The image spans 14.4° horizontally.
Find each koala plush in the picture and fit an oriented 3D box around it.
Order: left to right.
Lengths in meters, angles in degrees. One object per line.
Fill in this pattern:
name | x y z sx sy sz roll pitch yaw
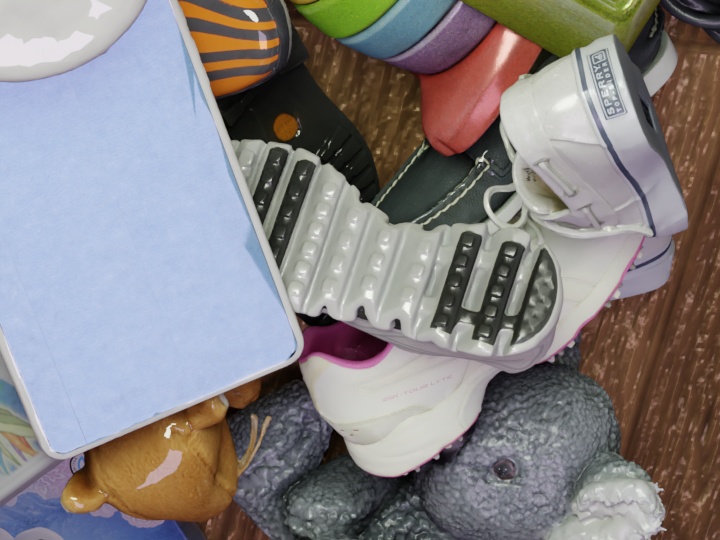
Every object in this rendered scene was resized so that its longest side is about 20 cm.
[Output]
koala plush | 0.060 0.120 1.516 0.200 0.178 0.184 -39 137 17

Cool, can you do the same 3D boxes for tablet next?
tablet | -0.114 -0.027 1.256 0.129 0.014 0.201 -22 109 -7

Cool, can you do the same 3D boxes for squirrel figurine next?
squirrel figurine | -0.128 0.032 1.381 0.141 0.187 0.200 -29 128 10

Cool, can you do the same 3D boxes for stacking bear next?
stacking bear | -0.010 -0.163 1.315 0.199 0.122 0.114 30 113 -24

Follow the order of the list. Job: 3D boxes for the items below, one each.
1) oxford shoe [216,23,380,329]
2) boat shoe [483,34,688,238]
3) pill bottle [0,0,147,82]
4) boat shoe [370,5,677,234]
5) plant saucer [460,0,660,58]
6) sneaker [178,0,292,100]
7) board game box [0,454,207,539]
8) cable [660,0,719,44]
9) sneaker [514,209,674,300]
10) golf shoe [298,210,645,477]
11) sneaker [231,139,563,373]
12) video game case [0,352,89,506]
oxford shoe | -0.047 -0.061 1.400 0.072 0.084 0.201 -33 119 -21
boat shoe | 0.096 -0.048 1.300 0.086 0.075 0.202 -18 168 10
pill bottle | -0.153 -0.178 1.206 0.116 0.200 0.117 -6 128 -8
boat shoe | 0.068 -0.076 1.394 0.200 0.075 0.061 -43 126 -20
plant saucer | 0.091 -0.202 1.239 0.199 0.048 0.200 27 103 -24
sneaker | -0.136 -0.097 1.278 0.199 0.112 0.078 4 114 21
board game box | -0.184 0.179 1.572 0.198 0.043 0.200 -25 128 5
cable | 0.238 -0.165 1.405 0.199 0.051 0.163 25 118 -29
sneaker | 0.066 -0.015 1.475 0.199 0.073 0.071 -14 120 -14
golf shoe | 0.056 0.012 1.401 0.200 0.075 0.092 -43 117 1
sneaker | 0.000 0.000 1.325 0.199 0.075 0.081 22 167 14
video game case | -0.230 0.044 1.360 0.200 0.183 0.022 -36 171 36
